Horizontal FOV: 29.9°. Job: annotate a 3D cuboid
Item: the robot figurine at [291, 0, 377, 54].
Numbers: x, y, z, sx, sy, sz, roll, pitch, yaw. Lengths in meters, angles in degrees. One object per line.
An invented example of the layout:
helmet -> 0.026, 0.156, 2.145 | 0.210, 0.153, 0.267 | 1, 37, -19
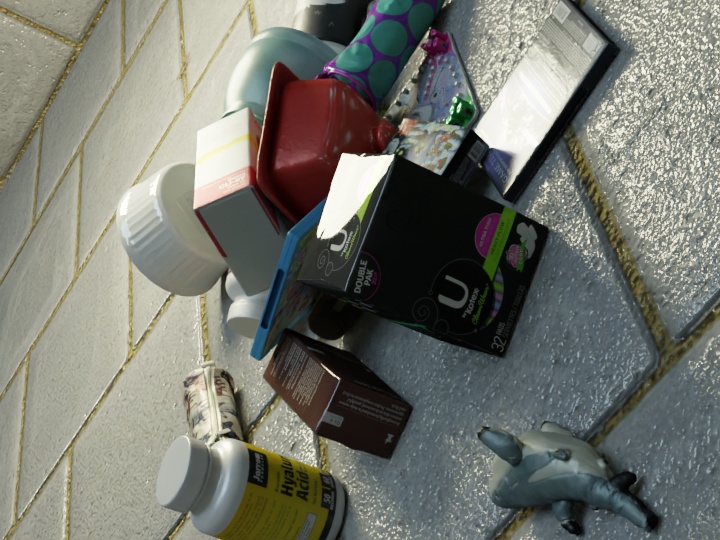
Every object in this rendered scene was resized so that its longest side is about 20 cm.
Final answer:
robot figurine -> -0.039, -0.331, 1.926 | 0.150, 0.124, 0.201 | 112, 169, -64

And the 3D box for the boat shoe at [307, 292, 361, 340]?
boat shoe -> 0.000, 0.000, 1.654 | 0.200, 0.071, 0.076 | -44, 18, 37

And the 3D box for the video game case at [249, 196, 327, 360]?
video game case -> -0.067, -0.001, 1.595 | 0.143, 0.018, 0.201 | -47, -17, -48

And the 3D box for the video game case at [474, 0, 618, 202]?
video game case -> 0.195, -0.190, 1.479 | 0.201, 0.019, 0.143 | -58, 27, 21

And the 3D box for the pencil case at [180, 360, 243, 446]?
pencil case -> -0.200, 0.212, 1.846 | 0.200, 0.077, 0.090 | -111, 29, -55

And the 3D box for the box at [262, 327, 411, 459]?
box -> -0.032, 0.139, 1.558 | 0.075, 0.100, 0.200 | -64, 26, 6

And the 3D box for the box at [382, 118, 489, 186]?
box -> 0.047, -0.079, 1.543 | 0.137, 0.040, 0.201 | 16, 71, 57

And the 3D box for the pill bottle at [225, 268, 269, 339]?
pill bottle -> -0.120, -0.012, 1.834 | 0.113, 0.112, 0.202 | -24, 48, 55

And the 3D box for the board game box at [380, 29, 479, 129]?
board game box -> 0.066, -0.183, 1.713 | 0.200, 0.026, 0.201 | -52, 29, 29

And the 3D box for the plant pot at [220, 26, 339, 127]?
plant pot -> -0.108, -0.208, 1.823 | 0.200, 0.200, 0.134 | -25, 22, 54

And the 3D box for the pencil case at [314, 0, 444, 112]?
pencil case -> 0.028, -0.303, 1.759 | 0.201, 0.092, 0.085 | -60, 8, -20

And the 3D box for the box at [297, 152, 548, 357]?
box -> 0.063, -0.017, 1.385 | 0.124, 0.199, 0.150 | 10, 78, 64

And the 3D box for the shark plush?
shark plush -> 0.189, 0.190, 1.180 | 0.199, 0.090, 0.084 | 10, 98, 43

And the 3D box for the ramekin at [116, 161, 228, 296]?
ramekin -> -0.268, -0.070, 2.079 | 0.098, 0.200, 0.202 | -36, 39, 35

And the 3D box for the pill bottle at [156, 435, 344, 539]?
pill bottle -> -0.127, 0.257, 1.532 | 0.111, 0.199, 0.112 | -42, 36, 41

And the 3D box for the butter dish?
butter dish -> -0.021, -0.146, 1.653 | 0.147, 0.200, 0.201 | -14, 53, 28

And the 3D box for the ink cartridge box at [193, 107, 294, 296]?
ink cartridge box -> -0.140, -0.090, 1.688 | 0.083, 0.146, 0.201 | -24, 34, 11
